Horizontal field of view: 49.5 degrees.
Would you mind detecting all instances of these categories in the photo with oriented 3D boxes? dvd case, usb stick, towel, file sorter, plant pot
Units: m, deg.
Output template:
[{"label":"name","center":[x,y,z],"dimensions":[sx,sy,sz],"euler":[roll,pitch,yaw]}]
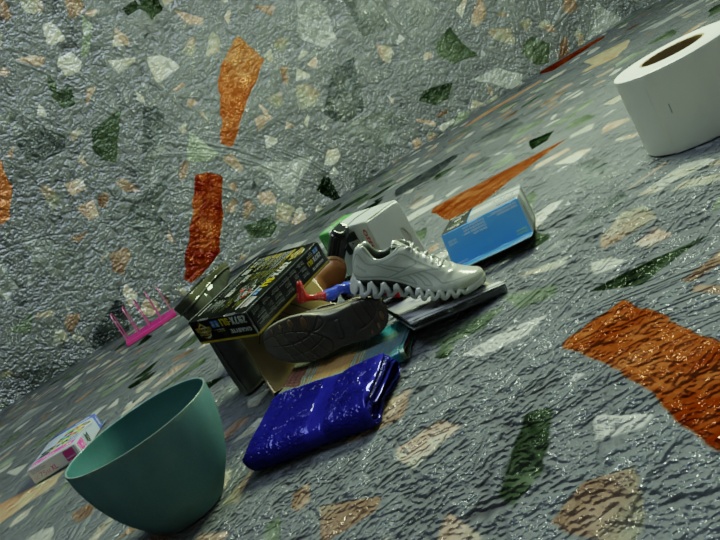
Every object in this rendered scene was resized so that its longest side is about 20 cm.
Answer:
[{"label":"dvd case","center":[0.118,0.039,1.176],"dimensions":[0.147,0.016,0.200],"euler":[-22,10,-9]},{"label":"usb stick","center":[-0.050,0.006,1.454],"dimensions":[0.032,0.202,0.056],"euler":[19,34,13]},{"label":"towel","center":[-0.051,0.177,1.003],"dimensions":[0.199,0.050,0.148],"euler":[-27,11,23]},{"label":"file sorter","center":[-0.783,0.157,2.803],"dimensions":[0.199,0.126,0.139],"euler":[-34,11,-13]},{"label":"plant pot","center":[-0.248,0.249,0.988],"dimensions":[0.199,0.136,0.200],"euler":[-30,12,7]},{"label":"towel","center":[-0.016,0.126,1.139],"dimensions":[0.198,0.022,0.147],"euler":[-20,13,15]}]

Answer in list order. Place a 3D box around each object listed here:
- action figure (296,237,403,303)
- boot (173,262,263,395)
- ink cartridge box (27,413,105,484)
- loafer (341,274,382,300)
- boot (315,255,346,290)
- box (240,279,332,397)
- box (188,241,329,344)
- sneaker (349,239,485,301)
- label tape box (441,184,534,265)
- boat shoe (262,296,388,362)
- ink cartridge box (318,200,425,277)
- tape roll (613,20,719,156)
[{"label":"action figure","center":[0.000,0.000,1.219],"dimensions":[0.197,0.100,0.065],"euler":[-1,0,-10]},{"label":"boot","center":[-0.227,0.101,1.397],"dimensions":[0.072,0.200,0.182],"euler":[-38,11,34]},{"label":"ink cartridge box","center":[-0.635,0.378,1.699],"dimensions":[0.119,0.042,0.200],"euler":[-30,10,2]},{"label":"loafer","center":[0.007,0.030,1.401],"dimensions":[0.071,0.064,0.200],"euler":[0,11,-10]},{"label":"boot","center":[-0.082,0.075,1.358],"dimensions":[0.200,0.077,0.155],"euler":[-44,23,2]},{"label":"box","center":[-0.115,0.099,1.295],"dimensions":[0.163,0.021,0.200],"euler":[-33,48,-7]},{"label":"box","center":[-0.166,0.036,1.277],"dimensions":[0.159,0.050,0.200],"euler":[-11,27,42]},{"label":"sneaker","center":[0.080,-0.002,1.117],"dimensions":[0.197,0.082,0.075],"euler":[1,14,11]},{"label":"label tape box","center":[0.213,-0.072,1.305],"dimensions":[0.142,0.067,0.200],"euler":[-26,6,19]},{"label":"boat shoe","center":[-0.049,0.088,1.178],"dimensions":[0.198,0.075,0.073],"euler":[-13,5,11]},{"label":"ink cartridge box","center":[0.025,-0.039,1.482],"dimensions":[0.083,0.147,0.199],"euler":[-36,11,-27]},{"label":"tape roll","center":[0.536,-0.298,1.275],"dimensions":[0.201,0.140,0.203],"euler":[-29,11,6]}]
